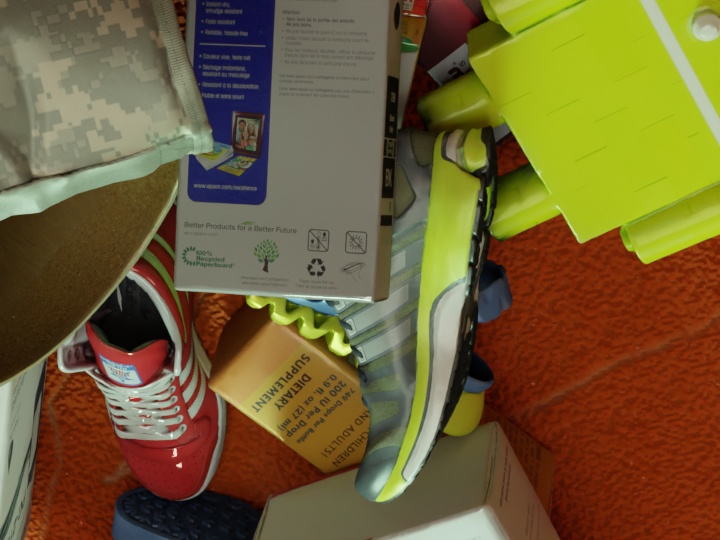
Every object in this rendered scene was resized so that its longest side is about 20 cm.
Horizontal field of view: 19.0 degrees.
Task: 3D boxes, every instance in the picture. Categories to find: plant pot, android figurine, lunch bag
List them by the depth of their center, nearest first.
[{"bbox_3d":[-0.162,-0.109,0.881,0.163,0.201,0.118,-15,162,-8],"label":"lunch bag"},{"bbox_3d":[-0.214,-0.071,1.030,0.200,0.186,0.187,37,118,16],"label":"plant pot"},{"bbox_3d":[0.135,-0.088,1.044,0.200,0.041,0.182,-23,120,17],"label":"android figurine"}]

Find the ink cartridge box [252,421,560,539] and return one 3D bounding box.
[{"bbox_3d":[0.048,0.199,1.174,0.147,0.086,0.200,-20,117,18],"label":"ink cartridge box"}]

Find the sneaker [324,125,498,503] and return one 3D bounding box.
[{"bbox_3d":[0.016,0.019,1.060,0.081,0.074,0.201,13,108,11],"label":"sneaker"}]

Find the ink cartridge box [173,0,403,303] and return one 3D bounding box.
[{"bbox_3d":[-0.032,-0.087,1.000,0.099,0.039,0.201,4,94,14],"label":"ink cartridge box"}]

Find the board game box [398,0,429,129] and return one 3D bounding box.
[{"bbox_3d":[-0.026,-0.076,1.097,0.095,0.030,0.200,11,139,-1],"label":"board game box"}]

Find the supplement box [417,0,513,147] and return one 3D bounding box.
[{"bbox_3d":[0.109,-0.165,1.058,0.200,0.061,0.109,-37,109,23],"label":"supplement box"}]

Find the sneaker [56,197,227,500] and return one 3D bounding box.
[{"bbox_3d":[-0.117,0.061,1.169,0.071,0.113,0.201,-1,118,6],"label":"sneaker"}]

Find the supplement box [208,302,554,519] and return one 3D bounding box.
[{"bbox_3d":[0.015,0.085,1.197,0.200,0.069,0.067,36,118,-16],"label":"supplement box"}]

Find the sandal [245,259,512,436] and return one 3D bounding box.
[{"bbox_3d":[0.000,0.000,1.117,0.200,0.080,0.087,32,106,-19],"label":"sandal"}]

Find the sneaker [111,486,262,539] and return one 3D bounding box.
[{"bbox_3d":[-0.055,0.189,1.257,0.199,0.070,0.078,18,113,-4],"label":"sneaker"}]

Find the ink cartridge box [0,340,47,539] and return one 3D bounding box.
[{"bbox_3d":[-0.223,0.091,1.176,0.084,0.145,0.201,10,119,-2],"label":"ink cartridge box"}]
